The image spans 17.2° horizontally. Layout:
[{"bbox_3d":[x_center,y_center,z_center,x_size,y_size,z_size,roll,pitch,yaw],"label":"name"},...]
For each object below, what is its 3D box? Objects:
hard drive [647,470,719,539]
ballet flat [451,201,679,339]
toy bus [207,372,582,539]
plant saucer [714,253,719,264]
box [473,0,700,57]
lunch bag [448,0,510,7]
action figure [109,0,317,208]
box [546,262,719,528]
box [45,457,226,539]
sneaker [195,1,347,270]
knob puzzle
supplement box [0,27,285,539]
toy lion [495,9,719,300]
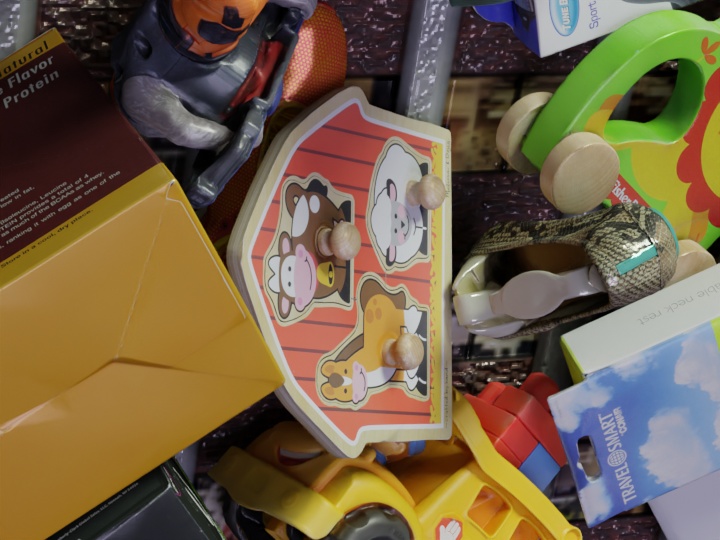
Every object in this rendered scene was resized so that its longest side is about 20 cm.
[{"bbox_3d":[0.242,0.117,1.521,0.131,0.026,0.201,-25,128,8],"label":"hard drive"},{"bbox_3d":[0.095,0.006,1.327,0.075,0.200,0.068,-29,96,-30],"label":"ballet flat"},{"bbox_3d":[0.039,0.127,1.408,0.192,0.135,0.200,-52,124,-9],"label":"toy bus"},{"bbox_3d":[0.300,0.039,1.508,0.198,0.030,0.201,-5,127,-7],"label":"plant saucer"},{"bbox_3d":[0.153,-0.200,1.332,0.199,0.041,0.120,-22,124,-17],"label":"box"},{"bbox_3d":[0.091,-0.224,1.164,0.121,0.200,0.171,-25,101,-14],"label":"lunch bag"},{"bbox_3d":[-0.069,-0.143,1.183,0.104,0.201,0.194,26,133,-7],"label":"action figure"},{"bbox_3d":[0.206,0.062,1.415,0.199,0.048,0.122,-24,130,-3],"label":"box"},{"bbox_3d":[-0.147,0.143,1.270,0.124,0.200,0.149,-35,126,-3],"label":"box"},{"bbox_3d":[-0.047,-0.048,1.292,0.073,0.077,0.201,11,106,-29],"label":"sneaker"},{"bbox_3d":[0.000,0.000,1.266,0.219,0.030,0.222,5,84,-56],"label":"knob puzzle"},{"bbox_3d":[-0.177,0.015,1.185,0.197,0.200,0.133,-33,125,-7],"label":"supplement box"},{"bbox_3d":[0.201,-0.084,1.391,0.192,0.069,0.200,-47,134,3],"label":"toy lion"}]
